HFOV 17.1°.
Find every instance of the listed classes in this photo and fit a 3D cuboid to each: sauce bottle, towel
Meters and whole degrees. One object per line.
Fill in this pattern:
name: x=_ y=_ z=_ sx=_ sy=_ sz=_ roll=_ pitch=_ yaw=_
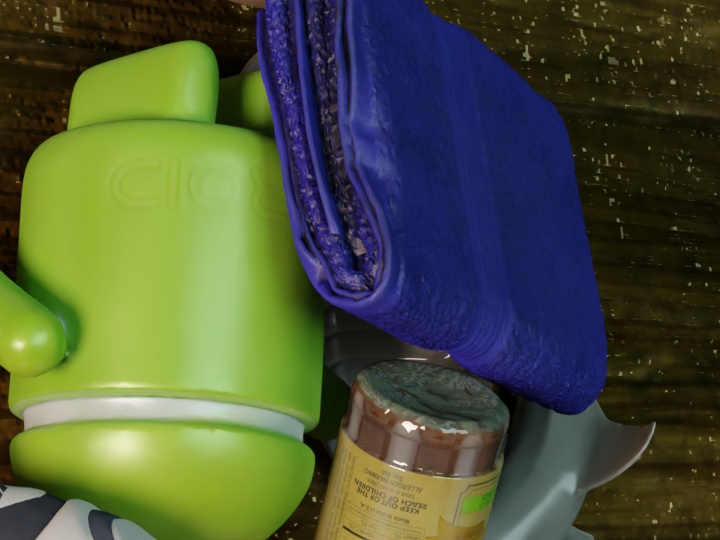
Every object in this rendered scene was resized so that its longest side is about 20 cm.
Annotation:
sauce bottle: x=0.007 y=0.135 z=0.925 sx=0.065 sy=0.065 sz=0.201 roll=-8 pitch=120 yaw=-42
towel: x=0.029 y=-0.028 z=0.927 sx=0.200 sy=0.049 sz=0.148 roll=27 pitch=50 yaw=-56

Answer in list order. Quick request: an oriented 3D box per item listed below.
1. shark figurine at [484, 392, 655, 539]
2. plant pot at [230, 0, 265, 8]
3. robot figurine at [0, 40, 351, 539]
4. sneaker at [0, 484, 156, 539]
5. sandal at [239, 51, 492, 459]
shark figurine: x=0.090 y=0.052 z=1.052 sx=0.128 sy=0.089 sz=0.215 roll=18 pitch=72 yaw=-39
plant pot: x=-0.060 y=-0.197 z=0.966 sx=0.200 sy=0.093 sz=0.202 roll=10 pitch=75 yaw=-41
robot figurine: x=-0.071 y=0.020 z=0.895 sx=0.175 sy=0.115 sz=0.201 roll=16 pitch=71 yaw=-47
sneaker: x=-0.164 y=0.156 z=0.821 sx=0.079 sy=0.129 sz=0.200 roll=-37 pitch=151 yaw=-77
sandal: x=0.007 y=-0.002 z=1.006 sx=0.050 sy=0.082 sz=0.203 roll=-29 pitch=103 yaw=-75
